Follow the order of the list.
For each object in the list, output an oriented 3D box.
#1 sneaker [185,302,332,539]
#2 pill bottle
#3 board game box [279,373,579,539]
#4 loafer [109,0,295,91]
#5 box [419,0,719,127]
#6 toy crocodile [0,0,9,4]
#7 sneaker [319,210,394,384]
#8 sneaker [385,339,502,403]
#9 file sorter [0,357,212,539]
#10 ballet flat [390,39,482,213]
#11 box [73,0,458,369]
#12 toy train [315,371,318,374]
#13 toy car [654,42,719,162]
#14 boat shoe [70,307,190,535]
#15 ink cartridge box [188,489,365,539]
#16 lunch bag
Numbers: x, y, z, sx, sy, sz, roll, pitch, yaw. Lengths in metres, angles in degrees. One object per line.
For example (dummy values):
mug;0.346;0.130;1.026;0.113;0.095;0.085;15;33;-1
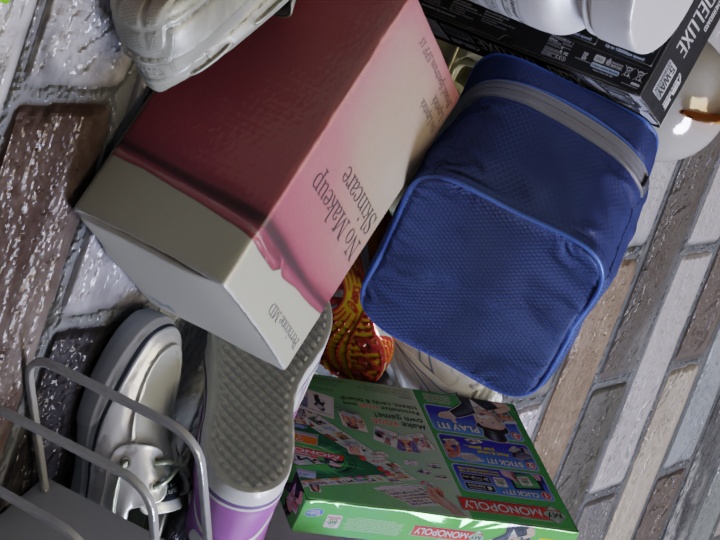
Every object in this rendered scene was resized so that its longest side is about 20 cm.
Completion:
sneaker;-0.072;0.094;1.394;0.201;0.072;0.114;-74;180;-45
pill bottle;0.096;-0.206;1.315;0.113;0.200;0.114;-44;149;-36
board game box;0.032;0.126;1.473;0.199;0.135;0.029;10;123;-26
loafer;-0.054;-0.171;1.215;0.200;0.070;0.070;-39;142;-26
box;0.132;-0.197;1.393;0.158;0.200;0.050;-61;150;-8
toy crocodile;-0.109;-0.176;1.105;0.200;0.067;0.062;-27;142;-49
sneaker;0.000;0.000;1.480;0.077;0.073;0.200;-56;158;-38
sneaker;0.063;0.076;1.576;0.075;0.087;0.200;-53;128;-34
file sorter;-0.186;0.158;1.192;0.200;0.139;0.125;-41;143;-40
ballet flat;0.065;-0.127;1.490;0.069;0.069;0.200;-1;114;-62
box;-0.048;-0.068;1.274;0.200;0.109;0.128;-58;155;-13
toy train;0.009;0.104;1.623;0.200;0.056;0.151;-18;104;-45
toy car;0.197;-0.134;1.577;0.177;0.200;0.185;-14;126;-59
boat shoe;-0.131;0.123;1.343;0.074;0.067;0.200;-18;129;-57
ink cartridge box;-0.036;0.223;1.533;0.083;0.145;0.200;-43;147;-36
lunch bag;0.094;-0.028;1.396;0.132;0.136;0.200;-60;179;-35
